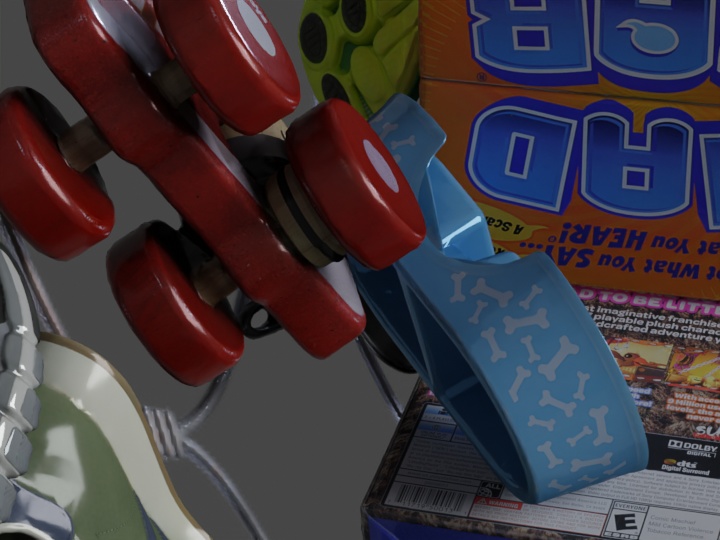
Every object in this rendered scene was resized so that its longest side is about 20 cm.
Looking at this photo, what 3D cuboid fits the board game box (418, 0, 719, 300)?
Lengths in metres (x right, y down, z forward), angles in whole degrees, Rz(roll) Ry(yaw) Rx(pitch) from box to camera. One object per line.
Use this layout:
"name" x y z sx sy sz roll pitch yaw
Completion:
"board game box" 0.141 -0.127 1.309 0.200 0.199 0.201 -69 161 -53

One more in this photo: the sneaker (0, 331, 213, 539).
"sneaker" -0.092 0.121 1.038 0.090 0.067 0.201 -56 133 -33

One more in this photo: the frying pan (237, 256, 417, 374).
"frying pan" -0.002 -0.016 1.297 0.190 0.031 0.116 18 59 -60

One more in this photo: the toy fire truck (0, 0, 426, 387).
"toy fire truck" -0.067 -0.064 1.136 0.200 0.112 0.168 47 17 -36

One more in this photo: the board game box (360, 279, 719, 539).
"board game box" 0.105 0.089 1.268 0.200 0.159 0.097 -63 155 -51

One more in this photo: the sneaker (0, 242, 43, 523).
"sneaker" -0.165 0.055 0.923 0.115 0.075 0.201 36 47 -45

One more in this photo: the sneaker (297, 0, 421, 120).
"sneaker" 0.024 -0.141 1.353 0.084 0.074 0.201 42 41 -38

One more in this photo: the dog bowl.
"dog bowl" 0.043 0.015 1.194 0.200 0.049 0.112 53 -12 38
